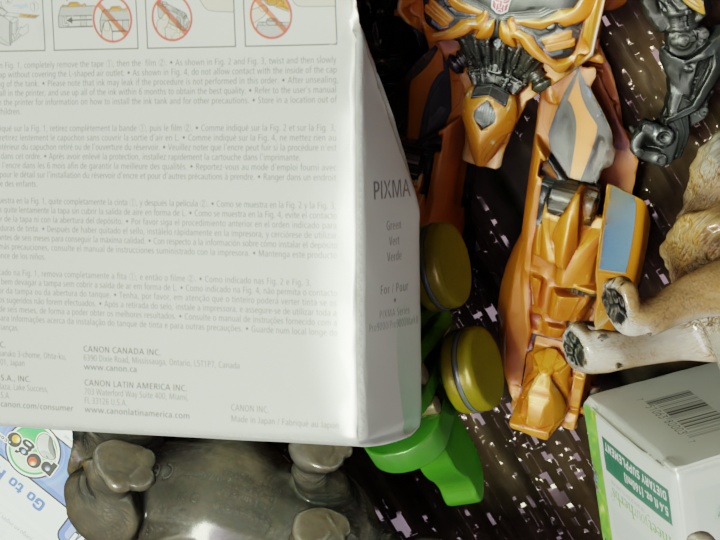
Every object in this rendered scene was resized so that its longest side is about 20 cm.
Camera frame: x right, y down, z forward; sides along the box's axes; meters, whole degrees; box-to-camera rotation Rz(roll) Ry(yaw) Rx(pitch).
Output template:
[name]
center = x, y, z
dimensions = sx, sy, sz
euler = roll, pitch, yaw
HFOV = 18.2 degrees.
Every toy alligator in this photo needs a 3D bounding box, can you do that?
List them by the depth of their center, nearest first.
[toy alligator]
center = 0.000, 0.000, 0.771
dimensions = 0.059, 0.054, 0.201
euler = -11, 108, 25

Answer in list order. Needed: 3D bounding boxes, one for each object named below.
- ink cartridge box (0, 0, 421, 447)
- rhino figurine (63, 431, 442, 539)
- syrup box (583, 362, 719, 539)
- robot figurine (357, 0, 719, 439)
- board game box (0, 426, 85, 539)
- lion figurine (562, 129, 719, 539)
[ink cartridge box]
center = -0.061, -0.046, 0.746
dimensions = 0.160, 0.050, 0.201
euler = 2, 93, 26
[rhino figurine]
center = -0.021, 0.097, 0.831
dimensions = 0.199, 0.060, 0.088
euler = 21, 150, 2
[syrup box]
center = 0.143, 0.139, 0.811
dimensions = 0.081, 0.079, 0.201
euler = -14, 109, -13
[robot figurine]
center = 0.050, -0.046, 0.796
dimensions = 0.144, 0.058, 0.201
euler = 14, 116, 15
[board game box]
center = -0.139, 0.146, 0.923
dimensions = 0.200, 0.056, 0.196
euler = 38, 105, 1
[lion figurine]
center = 0.147, 0.038, 0.725
dimensions = 0.201, 0.122, 0.073
euler = 65, 155, 24
